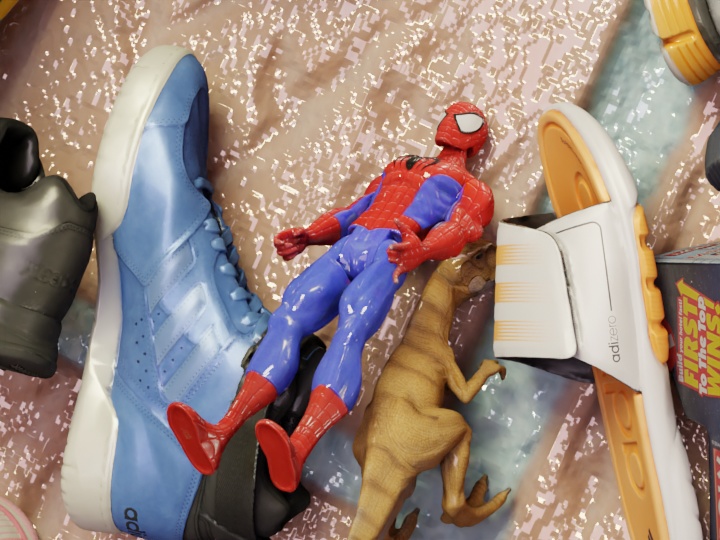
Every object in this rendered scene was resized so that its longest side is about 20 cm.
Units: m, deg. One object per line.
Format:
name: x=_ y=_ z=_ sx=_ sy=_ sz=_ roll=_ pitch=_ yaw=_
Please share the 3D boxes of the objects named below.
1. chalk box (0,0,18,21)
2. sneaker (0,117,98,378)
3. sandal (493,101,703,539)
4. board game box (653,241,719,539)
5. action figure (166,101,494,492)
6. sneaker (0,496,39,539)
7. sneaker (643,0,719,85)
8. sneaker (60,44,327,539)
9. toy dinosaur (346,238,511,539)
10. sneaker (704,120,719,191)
chalk box: x=-0.182 y=-0.182 z=1.217 sx=0.124 sy=0.125 sz=0.200 roll=29 pitch=64 yaw=17
sneaker: x=-0.176 y=-0.030 z=1.235 sx=0.200 sy=0.076 sz=0.091 roll=29 pitch=94 yaw=36
sandal: x=0.085 y=0.037 z=1.164 sx=0.059 sy=0.079 sz=0.208 roll=-11 pitch=85 yaw=-12
board game box: x=0.180 y=0.064 z=1.112 sx=0.061 sy=0.200 sz=0.201 roll=-11 pitch=109 yaw=-24
action figure: x=0.000 y=0.000 z=1.162 sx=0.065 sy=0.200 sz=0.052 roll=4 pitch=130 yaw=34
sneaker: x=-0.219 y=0.176 z=1.237 sx=0.075 sy=0.105 sz=0.201 roll=40 pitch=99 yaw=12
sneaker: x=0.136 y=-0.178 z=1.172 sx=0.077 sy=0.078 sz=0.201 roll=-12 pitch=97 yaw=13
sneaker: x=-0.053 y=0.013 z=1.213 sx=0.111 sy=0.077 sz=0.201 roll=7 pitch=87 yaw=16
toy dinosaur: x=0.014 y=0.073 z=1.165 sx=0.060 sy=0.107 sz=0.201 roll=1 pitch=47 yaw=20
sneaker: x=0.223 y=-0.087 z=1.153 sx=0.199 sy=0.070 sz=0.082 roll=-17 pitch=67 yaw=10
